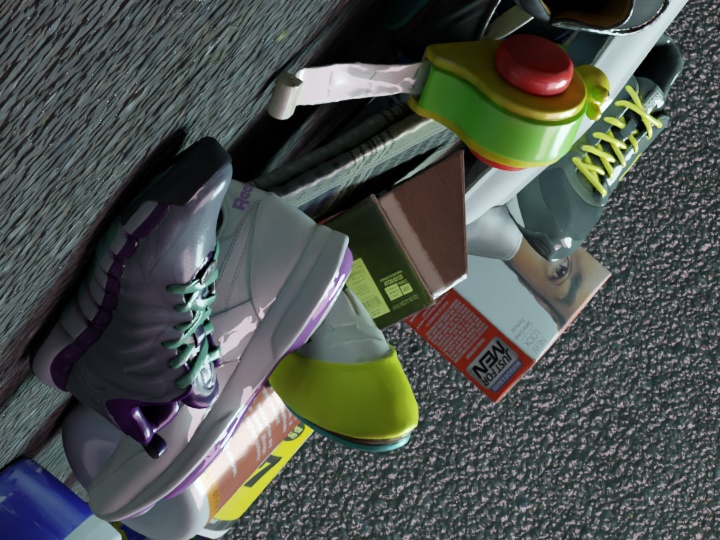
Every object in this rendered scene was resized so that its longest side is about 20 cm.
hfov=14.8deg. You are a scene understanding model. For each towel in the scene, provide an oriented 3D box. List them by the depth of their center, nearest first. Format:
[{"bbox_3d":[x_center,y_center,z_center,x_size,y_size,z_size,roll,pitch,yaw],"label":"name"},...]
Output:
[{"bbox_3d":[-0.006,-0.064,1.574,0.200,0.035,0.193,-27,175,-13],"label":"towel"}]

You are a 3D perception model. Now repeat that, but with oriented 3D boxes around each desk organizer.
[{"bbox_3d":[0.000,0.000,1.659,0.077,0.072,0.200,-31,-179,-35],"label":"desk organizer"}]

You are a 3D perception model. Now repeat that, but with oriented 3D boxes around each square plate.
[{"bbox_3d":[0.135,-0.117,1.682,0.198,0.028,0.200,-53,-175,-28],"label":"square plate"}]

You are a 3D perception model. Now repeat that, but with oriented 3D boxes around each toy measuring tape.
[{"bbox_3d":[0.052,-0.083,1.441,0.200,0.074,0.074,-7,152,-32],"label":"toy measuring tape"}]

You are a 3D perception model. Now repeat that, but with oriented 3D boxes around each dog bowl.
[{"bbox_3d":[-0.240,0.212,1.699,0.200,0.079,0.200,-48,177,-3],"label":"dog bowl"}]

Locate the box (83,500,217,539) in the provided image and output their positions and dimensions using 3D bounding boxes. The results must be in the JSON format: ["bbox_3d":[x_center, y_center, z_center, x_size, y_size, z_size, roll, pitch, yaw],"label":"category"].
[{"bbox_3d":[-0.191,0.273,1.869,0.193,0.122,0.200,10,-134,41],"label":"box"}]

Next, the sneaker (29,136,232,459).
[{"bbox_3d":[-0.087,0.014,1.340,0.074,0.088,0.200,-46,176,-38],"label":"sneaker"}]

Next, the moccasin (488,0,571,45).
[{"bbox_3d":[0.095,-0.165,1.630,0.068,0.080,0.200,-103,-155,-54],"label":"moccasin"}]

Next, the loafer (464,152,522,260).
[{"bbox_3d":[0.080,-0.040,1.797,0.200,0.072,0.073,-33,179,-40],"label":"loafer"}]

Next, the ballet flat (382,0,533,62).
[{"bbox_3d":[0.095,-0.190,1.538,0.200,0.068,0.068,-48,-157,23],"label":"ballet flat"}]

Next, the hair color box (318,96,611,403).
[{"bbox_3d":[0.056,-0.021,1.859,0.111,0.200,0.064,-47,178,-42],"label":"hair color box"}]

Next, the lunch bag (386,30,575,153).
[{"bbox_3d":[0.101,-0.169,1.788,0.200,0.082,0.161,-48,176,-6],"label":"lunch bag"}]

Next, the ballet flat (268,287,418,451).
[{"bbox_3d":[-0.024,0.035,1.511,0.200,0.067,0.067,-138,-135,-63],"label":"ballet flat"}]

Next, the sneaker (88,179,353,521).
[{"bbox_3d":[-0.093,0.040,1.455,0.200,0.100,0.075,-54,-174,11],"label":"sneaker"}]

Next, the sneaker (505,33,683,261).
[{"bbox_3d":[0.150,-0.091,1.784,0.085,0.074,0.200,-21,-146,38],"label":"sneaker"}]

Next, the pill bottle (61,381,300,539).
[{"bbox_3d":[-0.088,0.070,1.772,0.200,0.112,0.112,-46,176,-33],"label":"pill bottle"}]

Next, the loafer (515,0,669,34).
[{"bbox_3d":[0.114,-0.151,1.454,0.073,0.072,0.200,-46,152,19],"label":"loafer"}]

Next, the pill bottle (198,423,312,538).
[{"bbox_3d":[-0.087,0.094,2.070,0.200,0.114,0.114,-50,177,18],"label":"pill bottle"}]
